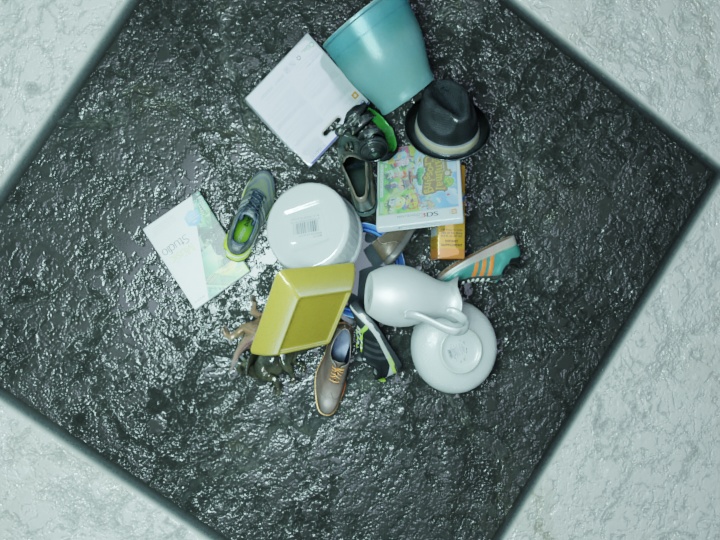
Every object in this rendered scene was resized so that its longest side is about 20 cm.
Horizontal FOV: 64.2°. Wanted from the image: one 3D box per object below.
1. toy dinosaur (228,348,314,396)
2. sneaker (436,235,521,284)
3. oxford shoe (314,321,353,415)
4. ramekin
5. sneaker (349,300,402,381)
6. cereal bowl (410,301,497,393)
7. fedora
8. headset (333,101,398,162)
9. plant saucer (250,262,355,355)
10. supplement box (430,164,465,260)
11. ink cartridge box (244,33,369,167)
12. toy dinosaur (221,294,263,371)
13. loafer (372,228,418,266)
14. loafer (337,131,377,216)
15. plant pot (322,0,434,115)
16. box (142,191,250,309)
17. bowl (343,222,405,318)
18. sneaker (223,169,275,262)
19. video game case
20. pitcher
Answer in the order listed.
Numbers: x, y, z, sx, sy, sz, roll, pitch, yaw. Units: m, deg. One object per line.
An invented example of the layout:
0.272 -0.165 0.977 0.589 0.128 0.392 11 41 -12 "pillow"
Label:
-0.173 0.193 1.216 0.196 0.077 0.104 -27 106 -1 "toy dinosaur"
0.266 0.000 1.259 0.196 0.071 0.082 -25 93 -3 "sneaker"
-0.058 0.213 1.227 0.069 0.073 0.206 10 90 -6 "oxford shoe"
-0.098 -0.080 1.180 0.194 0.098 0.207 -2 78 11 "ramekin"
0.018 0.160 1.215 0.082 0.072 0.203 -31 114 1 "sneaker"
0.209 0.169 1.250 0.193 0.083 0.207 0 91 -6 "cereal bowl"
0.179 -0.326 1.192 0.194 0.093 0.205 -4 56 6 "fedora"
0.018 -0.288 1.163 0.093 0.198 0.126 -35 80 36 "headset"
-0.102 0.087 1.133 0.048 0.197 0.203 44 124 33 "plant saucer"
0.190 -0.126 1.253 0.064 0.069 0.207 0 87 -6 "supplement box"
-0.113 -0.361 1.235 0.200 0.041 0.200 -45 95 -3 "ink cartridge box"
-0.194 0.121 1.178 0.132 0.200 0.088 1 121 32 "toy dinosaur"
0.091 -0.103 1.214 0.070 0.073 0.201 37 59 -1 "loafer"
-0.007 -0.214 1.197 0.070 0.063 0.205 -18 65 6 "loafer"
0.052 -0.438 1.181 0.198 0.200 0.190 -36 104 -4 "plant pot"
-0.344 -0.042 1.217 0.143 0.036 0.203 -34 95 -5 "box"
0.000 0.000 1.249 0.194 0.039 0.208 0 91 -5 "bowl"
-0.224 -0.119 1.193 0.072 0.081 0.205 20 74 -14 "sneaker"
0.121 -0.179 1.196 0.176 0.022 0.205 -5 61 13 "video game case"
0.113 0.066 1.148 0.194 0.173 0.124 6 116 -11 "pitcher"
